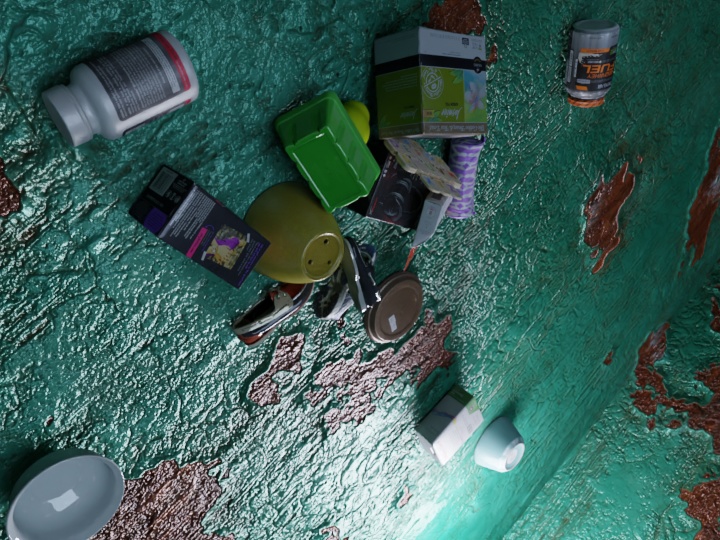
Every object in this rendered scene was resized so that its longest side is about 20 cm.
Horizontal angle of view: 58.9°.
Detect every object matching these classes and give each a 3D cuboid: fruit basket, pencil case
[{"bbox_3d":[-0.052,-0.244,1.219,0.154,0.217,0.216,-23,140,17],"label":"fruit basket"},{"bbox_3d":[0.249,-0.223,1.540,0.084,0.084,0.202,-1,120,-5],"label":"pencil case"}]

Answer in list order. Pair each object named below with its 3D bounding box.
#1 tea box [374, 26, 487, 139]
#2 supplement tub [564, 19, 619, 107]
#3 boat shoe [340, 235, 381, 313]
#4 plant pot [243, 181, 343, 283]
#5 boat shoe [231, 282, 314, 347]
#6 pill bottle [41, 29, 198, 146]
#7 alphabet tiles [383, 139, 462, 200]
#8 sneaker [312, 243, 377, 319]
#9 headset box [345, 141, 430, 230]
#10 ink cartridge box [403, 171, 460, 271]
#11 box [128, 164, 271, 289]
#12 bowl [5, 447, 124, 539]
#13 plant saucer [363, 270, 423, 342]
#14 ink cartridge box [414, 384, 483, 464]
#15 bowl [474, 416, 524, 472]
[{"bbox_3d":[0.144,-0.368,1.283,0.198,0.133,0.200,-12,103,-39],"label":"tea box"},{"bbox_3d":[0.604,-0.542,1.673,0.122,0.122,0.202,-28,130,-30],"label":"supplement tub"},{"bbox_3d":[0.000,0.000,1.338,0.060,0.076,0.201,-28,138,-16],"label":"boat shoe"},{"bbox_3d":[-0.113,-0.054,1.245,0.199,0.141,0.202,-24,128,-33],"label":"plant pot"},{"bbox_3d":[-0.178,0.071,1.313,0.200,0.071,0.063,-43,133,-11],"label":"boat shoe"},{"bbox_3d":[-0.346,-0.260,0.924,0.199,0.110,0.112,-35,133,-25],"label":"pill bottle"},{"bbox_3d":[0.135,-0.227,1.353,0.199,0.196,0.015,8,130,-46],"label":"alphabet tiles"},{"bbox_3d":[-0.028,0.028,1.440,0.201,0.077,0.085,-52,148,3],"label":"sneaker"},{"bbox_3d":[0.080,-0.181,1.409,0.199,0.077,0.150,11,105,-45],"label":"headset box"},{"bbox_3d":[0.165,-0.110,1.470,0.163,0.056,0.202,-56,161,-51],"label":"ink cartridge box"},{"bbox_3d":[-0.272,-0.072,1.095,0.107,0.122,0.200,-54,139,-5],"label":"box"},{"bbox_3d":[-0.534,0.392,1.134,0.200,0.090,0.203,-24,128,-34],"label":"bowl"},{"bbox_3d":[0.091,0.098,1.618,0.199,0.029,0.202,-24,129,-33],"label":"plant saucer"},{"bbox_3d":[0.275,0.478,1.972,0.200,0.087,0.146,-45,136,-18],"label":"ink cartridge box"},{"bbox_3d":[0.512,0.638,2.282,0.199,0.105,0.203,-24,128,-34],"label":"bowl"}]
